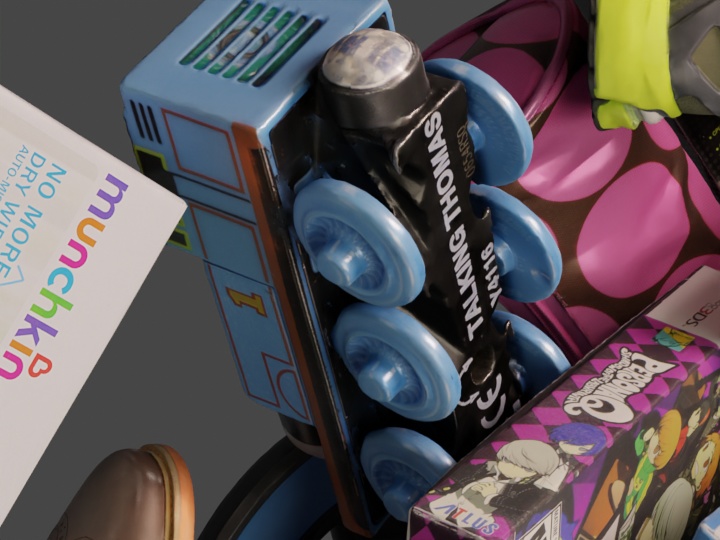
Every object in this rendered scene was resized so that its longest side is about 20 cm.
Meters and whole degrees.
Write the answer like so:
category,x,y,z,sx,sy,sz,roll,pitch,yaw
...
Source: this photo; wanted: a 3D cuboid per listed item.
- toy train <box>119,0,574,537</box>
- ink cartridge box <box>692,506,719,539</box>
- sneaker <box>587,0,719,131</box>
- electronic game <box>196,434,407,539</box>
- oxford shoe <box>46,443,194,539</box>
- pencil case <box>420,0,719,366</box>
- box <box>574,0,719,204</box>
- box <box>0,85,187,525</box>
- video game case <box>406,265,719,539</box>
category,x,y,z,sx,sy,sz,roll,pitch,yaw
toy train,0.000,0.000,0.759,0.087,0.114,0.201,-47,141,-30
ink cartridge box,0.139,0.152,0.772,0.144,0.084,0.201,-26,142,-49
sneaker,0.116,-0.140,0.748,0.080,0.074,0.201,4,115,9
electronic game,0.013,0.137,0.883,0.199,0.042,0.201,-12,112,-31
oxford shoe,-0.120,0.142,0.780,0.073,0.071,0.201,27,90,-32
pencil case,0.086,-0.003,0.858,0.200,0.090,0.094,47,43,-33
box,0.178,-0.117,0.907,0.200,0.047,0.193,-47,123,-11
box,-0.181,0.017,0.682,0.176,0.097,0.201,34,85,-34
video game case,0.074,0.123,0.801,0.181,0.036,0.201,-34,136,-46
